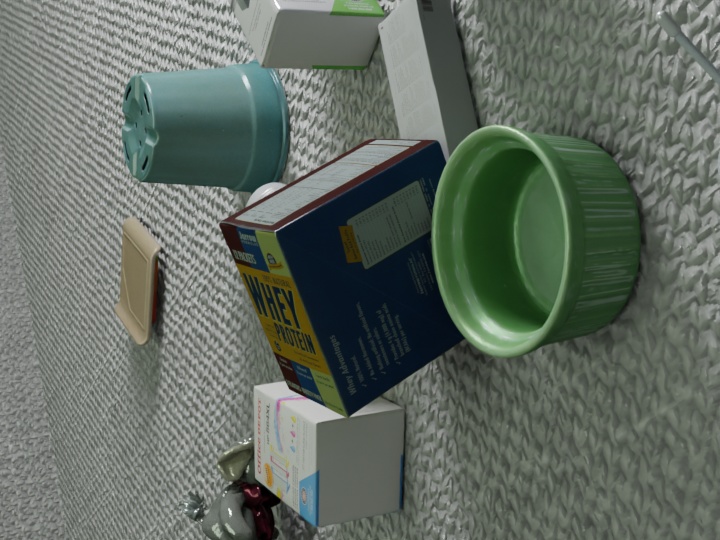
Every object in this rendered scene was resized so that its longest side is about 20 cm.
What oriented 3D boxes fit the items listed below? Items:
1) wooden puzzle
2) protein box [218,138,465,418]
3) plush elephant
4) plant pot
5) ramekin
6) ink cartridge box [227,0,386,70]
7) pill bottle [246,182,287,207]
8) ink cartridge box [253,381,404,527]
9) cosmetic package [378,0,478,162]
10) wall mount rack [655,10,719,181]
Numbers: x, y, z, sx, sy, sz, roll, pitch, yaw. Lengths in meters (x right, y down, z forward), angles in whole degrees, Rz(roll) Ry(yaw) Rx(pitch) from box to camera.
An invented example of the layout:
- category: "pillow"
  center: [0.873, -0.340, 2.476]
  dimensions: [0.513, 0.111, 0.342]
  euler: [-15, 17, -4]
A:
- category: "wooden puzzle"
  center: [-0.431, 0.019, 2.029]
  dimensions: [0.185, 0.037, 0.203]
  euler: [38, 121, 53]
- category: "protein box"
  center: [0.000, 0.000, 1.048]
  dimensions: [0.134, 0.198, 0.201]
  euler: [12, 128, 59]
- category: "plush elephant"
  center: [-0.147, 0.325, 1.484]
  dimensions: [0.198, 0.165, 0.156]
  euler: [31, 84, 19]
- category: "plant pot"
  center: [-0.230, -0.204, 1.494]
  dimensions: [0.199, 0.193, 0.204]
  euler: [13, 106, 58]
- category: "ramekin"
  center: [0.156, -0.028, 0.929]
  dimensions: [0.199, 0.096, 0.204]
  euler: [12, 103, 60]
- category: "ink cartridge box"
  center: [-0.078, -0.338, 1.257]
  dimensions: [0.202, 0.143, 0.085]
  euler: [63, 145, 34]
- category: "pill bottle"
  center: [-0.072, -0.044, 1.319]
  dimensions: [0.200, 0.110, 0.113]
  euler: [36, 124, 54]
- category: "ink cartridge box"
  center: [-0.049, 0.215, 1.296]
  dimensions: [0.199, 0.123, 0.131]
  euler: [16, 107, 58]
- category: "cosmetic package"
  center: [0.075, -0.184, 1.100]
  dimensions: [0.082, 0.050, 0.204]
  euler: [-26, 71, 56]
- category: "wall mount rack"
  center: [0.289, -0.127, 0.704]
  dimensions: [0.200, 0.073, 0.177]
  euler: [-37, 62, 55]
